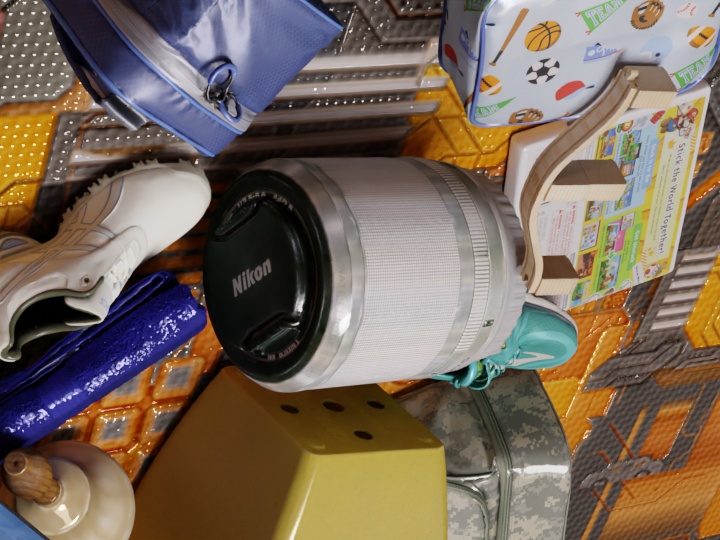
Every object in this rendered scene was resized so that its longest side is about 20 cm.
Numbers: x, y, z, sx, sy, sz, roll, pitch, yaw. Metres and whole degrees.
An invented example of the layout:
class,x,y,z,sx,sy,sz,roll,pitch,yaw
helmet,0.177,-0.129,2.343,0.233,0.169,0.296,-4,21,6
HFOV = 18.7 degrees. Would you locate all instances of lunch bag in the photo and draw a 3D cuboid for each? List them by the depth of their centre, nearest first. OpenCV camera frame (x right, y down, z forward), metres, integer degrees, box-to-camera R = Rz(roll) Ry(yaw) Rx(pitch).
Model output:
class,x,y,z,sx,sy,sz,roll,pitch,yaw
lunch bag,-0.116,-0.160,1.275,0.132,0.200,0.136,-42,147,10
lunch bag,0.153,-0.175,1.429,0.198,0.076,0.161,-14,145,-13
lunch bag,0.079,0.192,1.840,0.166,0.140,0.201,-7,134,-11

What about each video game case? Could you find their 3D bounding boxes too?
class,x,y,z,sx,sy,sz,roll,pitch,yaw
video game case,0.190,-0.052,1.772,0.181,0.023,0.201,-19,137,-24

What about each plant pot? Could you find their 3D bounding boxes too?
class,x,y,z,sx,sy,sz,roll,pitch,yaw
plant pot,-0.044,0.180,1.689,0.199,0.200,0.178,1,117,-39

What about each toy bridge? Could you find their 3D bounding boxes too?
class,x,y,z,sx,sy,sz,roll,pitch,yaw
toy bridge,0.147,-0.061,1.483,0.067,0.027,0.201,-2,137,-26

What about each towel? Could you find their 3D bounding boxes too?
class,x,y,z,sx,sy,sz,roll,pitch,yaw
towel,-0.199,0.070,1.526,0.199,0.050,0.148,-34,179,-6

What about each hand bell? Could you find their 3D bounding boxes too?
class,x,y,z,sx,sy,sz,roll,pitch,yaw
hand bell,-0.221,0.149,1.517,0.104,0.105,0.200,-33,165,-7

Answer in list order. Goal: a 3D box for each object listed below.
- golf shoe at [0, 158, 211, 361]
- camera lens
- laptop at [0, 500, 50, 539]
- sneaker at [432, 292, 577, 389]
class,x,y,z,sx,sy,sz,roll,pitch,yaw
golf shoe,-0.177,0.000,1.469,0.199,0.097,0.079,-29,139,-15
camera lens,0.000,0.000,1.554,0.199,0.160,0.161,-4,130,-41
laptop,-0.316,0.187,1.460,0.199,0.117,0.187,-16,171,-26
sneaker,0.088,0.063,1.738,0.198,0.080,0.078,2,132,-29
